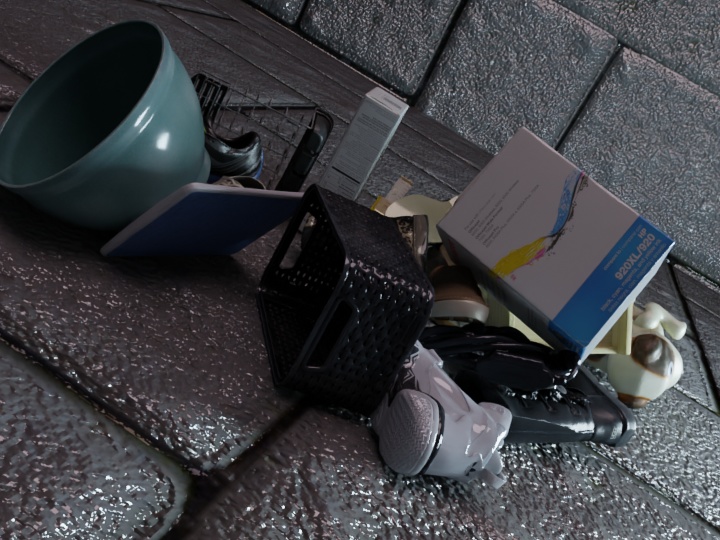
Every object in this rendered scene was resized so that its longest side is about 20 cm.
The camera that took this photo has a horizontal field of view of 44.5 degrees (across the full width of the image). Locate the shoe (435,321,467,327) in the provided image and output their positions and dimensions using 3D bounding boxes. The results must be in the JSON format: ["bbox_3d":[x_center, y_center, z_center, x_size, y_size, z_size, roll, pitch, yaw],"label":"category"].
[{"bbox_3d":[0.160,0.063,1.148,0.198,0.054,0.070,29,17,-4],"label":"shoe"}]

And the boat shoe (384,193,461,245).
[{"bbox_3d":[0.100,-0.063,1.200,0.200,0.063,0.074,-12,71,-42],"label":"boat shoe"}]

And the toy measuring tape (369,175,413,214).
[{"bbox_3d":[0.027,-0.067,1.232,0.073,0.074,0.200,30,34,2],"label":"toy measuring tape"}]

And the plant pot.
[{"bbox_3d":[-0.226,-0.117,0.835,0.134,0.200,0.200,49,0,-43],"label":"plant pot"}]

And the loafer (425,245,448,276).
[{"bbox_3d":[0.129,-0.012,1.280,0.069,0.070,0.200,32,17,9],"label":"loafer"}]

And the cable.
[{"bbox_3d":[0.130,0.077,0.929,0.197,0.052,0.163,9,8,6],"label":"cable"}]

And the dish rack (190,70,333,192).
[{"bbox_3d":[-0.151,-0.170,1.142,0.198,0.154,0.055,24,34,-13],"label":"dish rack"}]

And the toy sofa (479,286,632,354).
[{"bbox_3d":[0.237,0.063,1.105,0.197,0.084,0.097,1,0,-26],"label":"toy sofa"}]

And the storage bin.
[{"bbox_3d":[-0.021,0.022,0.827,0.093,0.136,0.200,22,19,-23],"label":"storage bin"}]

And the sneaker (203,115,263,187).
[{"bbox_3d":[-0.211,-0.151,1.065,0.197,0.084,0.071,1,30,-29],"label":"sneaker"}]

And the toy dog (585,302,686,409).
[{"bbox_3d":[0.381,0.103,1.269,0.191,0.141,0.200,8,24,-21],"label":"toy dog"}]

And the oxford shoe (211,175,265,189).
[{"bbox_3d":[-0.160,-0.074,1.006,0.075,0.058,0.200,33,19,5],"label":"oxford shoe"}]

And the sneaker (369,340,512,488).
[{"bbox_3d":[0.067,0.122,0.808,0.114,0.076,0.201,24,23,-21],"label":"sneaker"}]

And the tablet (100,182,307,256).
[{"bbox_3d":[-0.143,-0.047,0.857,0.199,0.129,0.014,-2,65,-60],"label":"tablet"}]

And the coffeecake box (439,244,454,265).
[{"bbox_3d":[0.221,-0.016,1.208,0.200,0.153,0.074,31,29,-57],"label":"coffeecake box"}]

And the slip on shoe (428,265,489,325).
[{"bbox_3d":[0.100,0.024,0.949,0.075,0.062,0.200,5,-1,5],"label":"slip on shoe"}]

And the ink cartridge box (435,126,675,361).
[{"bbox_3d":[0.205,-0.023,0.951,0.200,0.145,0.147,41,-3,17],"label":"ink cartridge box"}]

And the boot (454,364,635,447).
[{"bbox_3d":[0.183,0.139,0.980,0.198,0.067,0.164,6,14,-31],"label":"boot"}]

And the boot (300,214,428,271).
[{"bbox_3d":[0.000,0.001,1.045,0.151,0.074,0.205,8,43,4],"label":"boot"}]

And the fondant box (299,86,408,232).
[{"bbox_3d":[-0.009,-0.145,1.202,0.058,0.201,0.144,30,17,-2],"label":"fondant box"}]
